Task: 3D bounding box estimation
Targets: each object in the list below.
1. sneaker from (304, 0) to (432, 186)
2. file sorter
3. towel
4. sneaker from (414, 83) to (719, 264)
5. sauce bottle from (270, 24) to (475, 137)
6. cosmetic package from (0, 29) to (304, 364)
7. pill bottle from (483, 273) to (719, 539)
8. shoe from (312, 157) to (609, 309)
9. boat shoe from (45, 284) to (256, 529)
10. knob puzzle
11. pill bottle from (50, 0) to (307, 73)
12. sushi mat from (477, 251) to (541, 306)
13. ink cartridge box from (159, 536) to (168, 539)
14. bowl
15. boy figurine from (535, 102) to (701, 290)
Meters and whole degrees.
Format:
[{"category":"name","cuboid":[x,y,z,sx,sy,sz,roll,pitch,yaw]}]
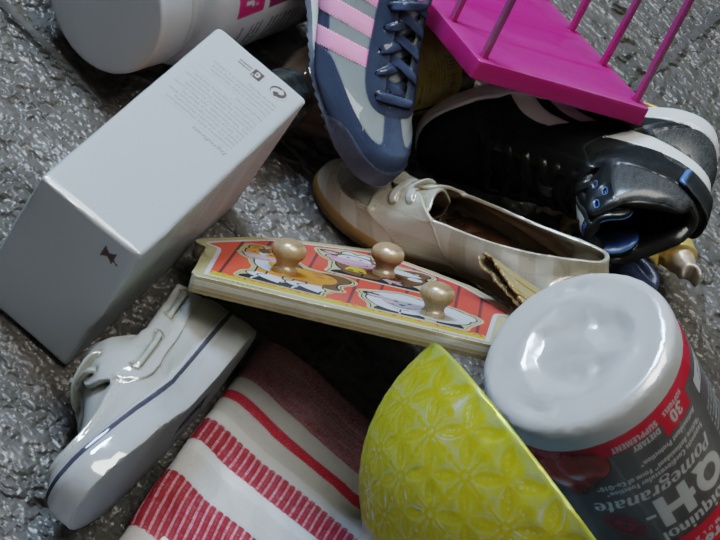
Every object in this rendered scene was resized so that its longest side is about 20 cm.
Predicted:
[{"category":"sneaker","cuboid":[0.014,-0.156,1.527,0.070,0.082,0.202,3,76,-50]},{"category":"file sorter","cuboid":[0.110,-0.209,1.585,0.138,0.126,0.200,12,28,-34]},{"category":"towel","cuboid":[-0.038,0.136,1.375,0.144,0.023,0.200,37,40,-1]},{"category":"sneaker","cuboid":[0.126,-0.059,1.584,0.198,0.073,0.112,3,39,10]},{"category":"sauce bottle","cuboid":[-0.008,-0.121,1.602,0.199,0.065,0.065,-17,64,-47]},{"category":"cosmetic package","cuboid":[-0.122,-0.045,1.417,0.071,0.102,0.200,39,39,2]},{"category":"pill bottle","cuboid":[0.152,0.103,1.372,0.111,0.110,0.200,-90,156,-43]},{"category":"shoe","cuboid":[0.065,-0.027,1.554,0.199,0.054,0.070,26,38,8]},{"category":"boat shoe","cuboid":[-0.124,0.066,1.338,0.066,0.072,0.200,37,39,4]},{"category":"knob puzzle","cuboid":[0.000,0.000,1.446,0.218,0.031,0.220,12,10,-2]},{"category":"pill bottle","cuboid":[-0.095,-0.194,1.566,0.114,0.114,0.200,49,41,12]},{"category":"sushi mat","cuboid":[0.152,0.055,1.490,0.199,0.012,0.096,31,18,-40]},{"category":"ink cartridge box","cuboid":[-0.090,0.216,1.224,0.200,0.068,0.115,38,40,-1]},{"category":"bowl","cuboid":[0.055,0.149,1.317,0.107,0.200,0.201,-36,74,-4]},{"category":"boy figurine","cuboid":[0.177,-0.032,1.664,0.124,0.065,0.201,29,44,-8]}]
